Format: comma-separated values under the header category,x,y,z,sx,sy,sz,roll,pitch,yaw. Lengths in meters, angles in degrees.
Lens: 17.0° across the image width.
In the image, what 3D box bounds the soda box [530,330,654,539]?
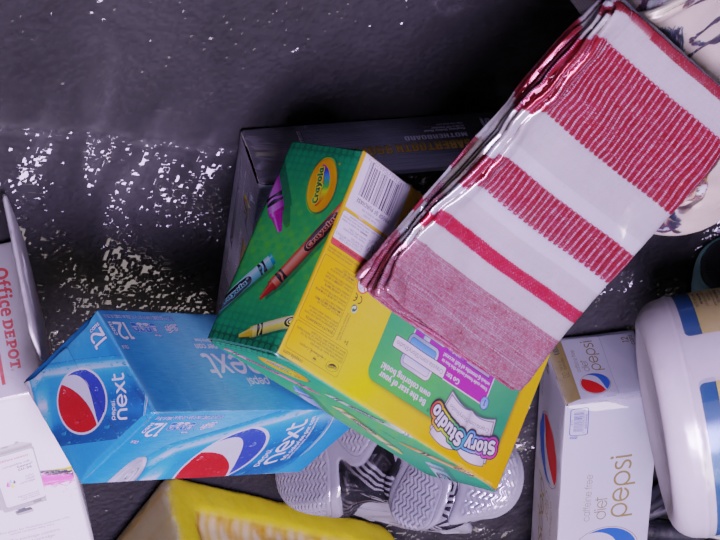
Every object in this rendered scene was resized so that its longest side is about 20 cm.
category,x,y,z,sx,sy,sz,roll,pitch,yaw
soda box,0.150,0.138,1.570,0.063,0.068,0.200,-6,128,-8

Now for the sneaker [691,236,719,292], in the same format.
category,x,y,z,sx,sy,sz,roll,pitch,yaw
sneaker,0.307,0.025,1.539,0.199,0.078,0.140,-7,140,0

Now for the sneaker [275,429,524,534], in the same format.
category,x,y,z,sx,sy,sz,roll,pitch,yaw
sneaker,0.049,0.124,1.491,0.115,0.075,0.200,10,171,-42

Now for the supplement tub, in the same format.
category,x,y,z,sx,sy,sz,roll,pitch,yaw
supplement tub,0.270,0.072,1.417,0.199,0.145,0.145,-10,139,2

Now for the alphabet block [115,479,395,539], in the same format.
category,x,y,z,sx,sy,sz,roll,pitch,yaw
alphabet block,-0.081,0.282,1.564,0.195,0.197,0.200,16,127,-36

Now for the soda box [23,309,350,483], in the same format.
category,x,y,z,sx,sy,sz,roll,pitch,yaw
soda box,-0.085,0.068,1.303,0.064,0.068,0.200,-43,156,24

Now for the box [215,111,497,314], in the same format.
category,x,y,z,sx,sy,sz,roll,pitch,yaw
box,0.000,0.000,1.402,0.158,0.048,0.200,-5,136,-17

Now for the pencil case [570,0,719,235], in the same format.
category,x,y,z,sx,sy,sz,roll,pitch,yaw
pencil case,0.167,-0.103,1.335,0.089,0.078,0.200,-16,139,1

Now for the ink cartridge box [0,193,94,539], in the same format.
category,x,y,z,sx,sy,sz,roll,pitch,yaw
ink cartridge box,-0.202,0.067,1.344,0.067,0.117,0.200,-13,137,-7

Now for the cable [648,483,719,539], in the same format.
category,x,y,z,sx,sy,sz,roll,pitch,yaw
cable,0.180,0.226,1.715,0.200,0.051,0.163,-26,138,8

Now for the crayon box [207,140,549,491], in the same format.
category,x,y,z,sx,sy,sz,roll,pitch,yaw
crayon box,0.020,0.028,1.311,0.200,0.058,0.119,35,73,-43

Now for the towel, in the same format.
category,x,y,z,sx,sy,sz,roll,pitch,yaw
towel,0.106,-0.036,1.268,0.200,0.023,0.144,-50,134,8
